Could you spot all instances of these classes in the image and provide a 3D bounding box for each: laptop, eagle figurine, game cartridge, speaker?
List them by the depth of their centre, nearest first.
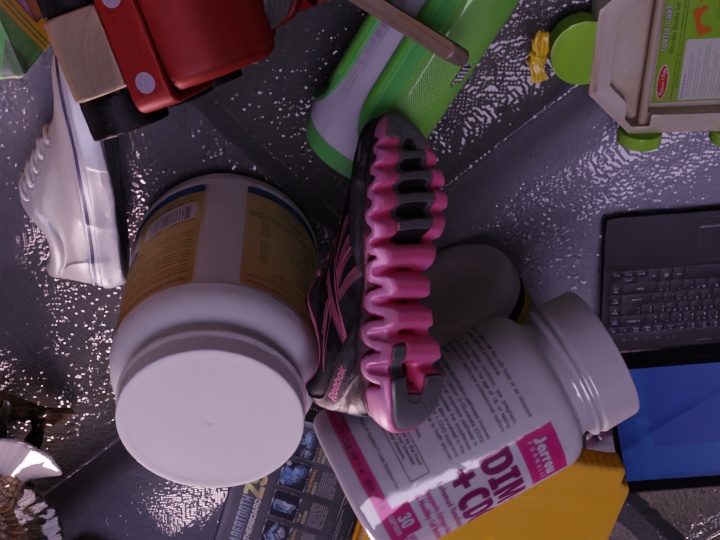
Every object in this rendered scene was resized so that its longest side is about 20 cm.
[{"bbox_3d":[0.041,-0.154,0.715,0.088,0.089,0.200,23,122,-19],"label":"speaker"},{"bbox_3d":[0.287,0.060,0.859,0.176,0.103,0.201,-4,119,0],"label":"laptop"},{"bbox_3d":[0.096,0.208,0.862,0.199,0.032,0.177,10,116,-13],"label":"game cartridge"},{"bbox_3d":[-0.318,0.201,0.918,0.151,0.201,0.151,18,174,23],"label":"eagle figurine"}]

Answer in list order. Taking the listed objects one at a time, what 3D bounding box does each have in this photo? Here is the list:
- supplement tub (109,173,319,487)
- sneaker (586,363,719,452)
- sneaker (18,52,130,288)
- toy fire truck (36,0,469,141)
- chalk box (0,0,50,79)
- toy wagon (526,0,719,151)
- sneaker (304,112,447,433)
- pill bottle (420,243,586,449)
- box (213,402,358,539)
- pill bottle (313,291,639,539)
[{"bbox_3d":[-0.101,0.039,0.776,0.144,0.200,0.145,-1,126,-2],"label":"supplement tub"},{"bbox_3d":[0.270,0.151,0.939,0.200,0.088,0.074,-37,137,22],"label":"sneaker"},{"bbox_3d":[-0.209,-0.067,0.772,0.070,0.073,0.201,-2,126,-6],"label":"sneaker"},{"bbox_3d":[-0.055,-0.146,0.632,0.199,0.176,0.129,-14,106,21],"label":"toy fire truck"},{"bbox_3d":[-0.256,-0.219,0.614,0.124,0.124,0.201,-3,128,17],"label":"chalk box"},{"bbox_3d":[0.213,-0.158,0.749,0.199,0.040,0.156,-2,126,-1],"label":"toy wagon"},{"bbox_3d":[0.000,0.000,0.692,0.095,0.201,0.079,-2,173,41],"label":"sneaker"},{"bbox_3d":[0.108,0.085,0.874,0.112,0.113,0.200,-24,123,14],"label":"pill bottle"},{"bbox_3d":[-0.035,0.202,0.905,0.157,0.051,0.201,17,115,-1],"label":"box"},{"bbox_3d":[0.079,0.102,0.739,0.199,0.113,0.114,-29,124,-2],"label":"pill bottle"}]
